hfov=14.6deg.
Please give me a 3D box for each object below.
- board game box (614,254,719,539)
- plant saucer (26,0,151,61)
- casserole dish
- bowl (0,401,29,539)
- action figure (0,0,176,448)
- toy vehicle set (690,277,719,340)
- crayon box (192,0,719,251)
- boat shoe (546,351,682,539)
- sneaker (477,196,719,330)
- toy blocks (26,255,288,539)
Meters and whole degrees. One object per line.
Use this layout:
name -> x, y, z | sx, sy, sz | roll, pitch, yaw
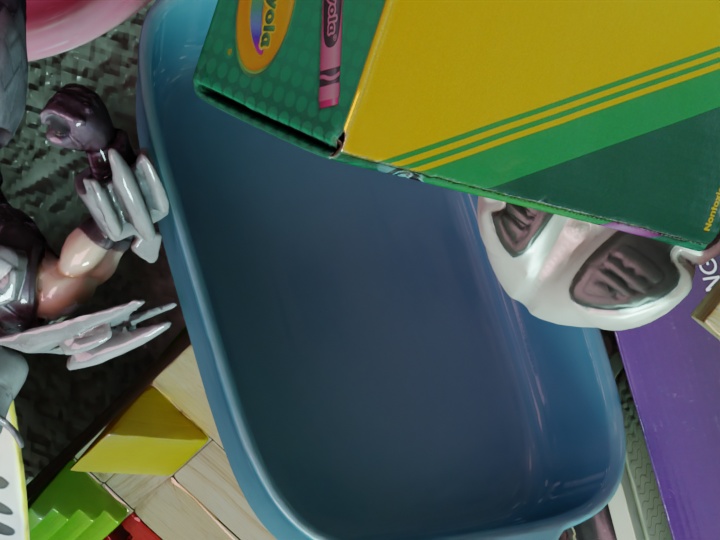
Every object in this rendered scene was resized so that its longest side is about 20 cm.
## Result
board game box -> 0.165, 0.048, 0.779 | 0.165, 0.057, 0.200 | -10, 105, 30
plant saucer -> -0.117, -0.164, 0.846 | 0.200, 0.051, 0.201 | 11, 116, 24
casserole dish -> 0.000, 0.000, 0.793 | 0.039, 0.121, 0.200 | -46, 56, 54
bowl -> -0.176, 0.034, 0.871 | 0.201, 0.094, 0.201 | 167, 90, -69
action figure -> -0.117, -0.041, 0.767 | 0.130, 0.069, 0.200 | -7, 79, 5
toy vehicle set -> 0.192, -0.026, 0.682 | 0.124, 0.027, 0.200 | 40, 93, -2
crayon box -> 0.052, -0.114, 0.617 | 0.058, 0.119, 0.200 | 26, 101, 48
boat shoe -> 0.080, 0.121, 0.846 | 0.068, 0.072, 0.200 | -5, 110, 26
sneaker -> 0.099, -0.074, 0.722 | 0.081, 0.083, 0.200 | 41, 96, 2
toy blocks -> -0.028, 0.090, 0.887 | 0.137, 0.100, 0.200 | 44, 135, -5
